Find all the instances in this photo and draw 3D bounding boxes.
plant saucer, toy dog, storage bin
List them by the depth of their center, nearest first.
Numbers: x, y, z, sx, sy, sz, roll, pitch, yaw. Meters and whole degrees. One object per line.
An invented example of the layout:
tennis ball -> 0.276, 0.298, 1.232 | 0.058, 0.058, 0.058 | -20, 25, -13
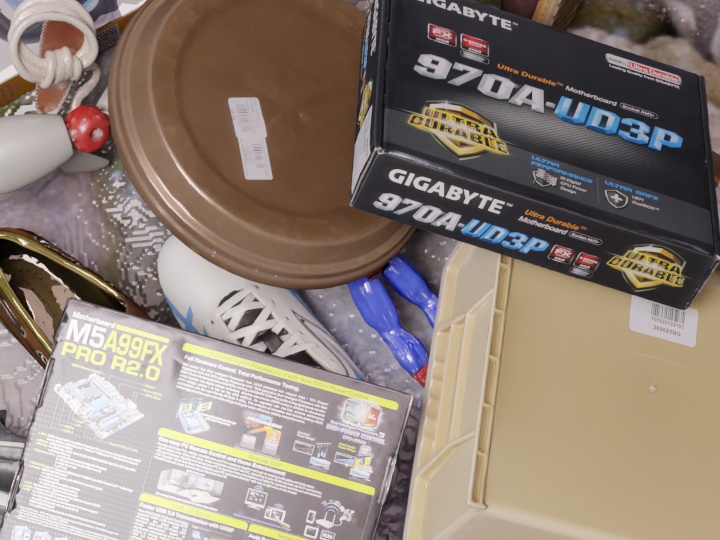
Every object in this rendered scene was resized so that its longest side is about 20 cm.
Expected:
storage bin -> 0.142, 0.080, 1.258 | 0.200, 0.094, 0.199 | 16, 62, -13
plant saucer -> -0.043, -0.086, 1.267 | 0.200, 0.029, 0.200 | 11, 63, -23
toy dog -> -0.141, -0.111, 1.336 | 0.200, 0.096, 0.132 | -1, 116, -30

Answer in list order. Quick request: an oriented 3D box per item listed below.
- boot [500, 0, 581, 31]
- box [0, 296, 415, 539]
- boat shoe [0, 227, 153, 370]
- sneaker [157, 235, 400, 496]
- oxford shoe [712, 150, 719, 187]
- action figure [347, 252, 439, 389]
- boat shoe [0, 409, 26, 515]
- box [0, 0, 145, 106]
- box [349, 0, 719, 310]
boot -> 0.063, -0.228, 1.359 | 0.166, 0.072, 0.200 | 21, 120, 15
box -> -0.086, 0.118, 1.244 | 0.200, 0.044, 0.160 | 15, 85, 0
boat shoe -> -0.146, 0.052, 1.312 | 0.200, 0.068, 0.072 | 36, 76, 6
sneaker -> -0.045, 0.051, 1.313 | 0.072, 0.072, 0.200 | -37, 80, -13
oxford shoe -> 0.113, -0.055, 1.346 | 0.200, 0.071, 0.071 | 13, 80, 0
action figure -> 0.000, 0.000, 1.338 | 0.065, 0.099, 0.200 | -39, 102, -13
boat shoe -> -0.212, 0.109, 1.298 | 0.200, 0.076, 0.060 | 21, 77, -8
box -> -0.209, -0.175, 1.383 | 0.200, 0.041, 0.119 | -30, 79, -10
box -> 0.096, -0.072, 1.246 | 0.200, 0.046, 0.159 | 17, 42, -11
